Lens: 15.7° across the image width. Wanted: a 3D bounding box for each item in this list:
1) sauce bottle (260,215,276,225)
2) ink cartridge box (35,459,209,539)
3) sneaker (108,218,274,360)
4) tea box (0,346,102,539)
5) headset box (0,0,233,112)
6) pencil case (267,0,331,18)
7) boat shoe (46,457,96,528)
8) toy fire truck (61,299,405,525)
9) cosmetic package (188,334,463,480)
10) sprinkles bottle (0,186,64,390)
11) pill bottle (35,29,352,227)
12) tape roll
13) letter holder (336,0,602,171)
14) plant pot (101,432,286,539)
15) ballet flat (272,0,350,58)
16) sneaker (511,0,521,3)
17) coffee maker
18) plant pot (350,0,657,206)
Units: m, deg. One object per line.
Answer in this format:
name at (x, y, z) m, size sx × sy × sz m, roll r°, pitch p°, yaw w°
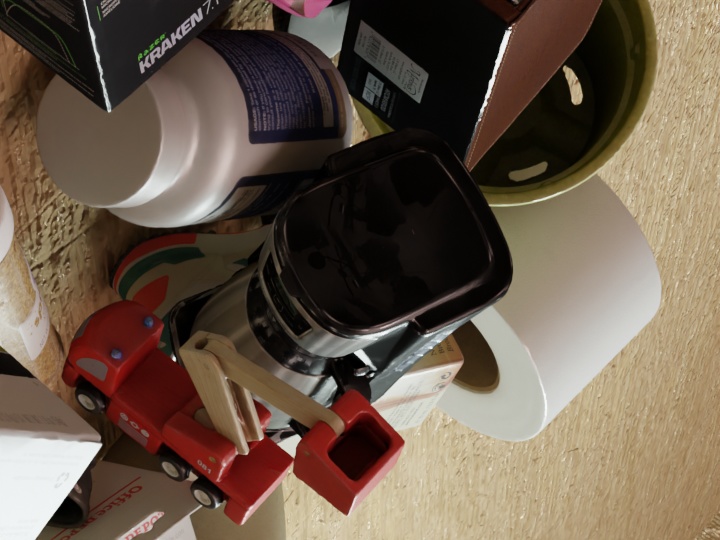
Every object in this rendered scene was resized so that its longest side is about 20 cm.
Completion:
sauce bottle at (-0.037, -0.039, 1.753) m, size 0.066 × 0.066 × 0.200 m, roll -48°, pitch 159°, yaw -12°
ink cartridge box at (-0.181, 0.171, 1.591) m, size 0.115 × 0.200 × 0.068 m, roll -35°, pitch 120°, yaw -40°
sneaker at (-0.055, 0.016, 1.668) m, size 0.200 × 0.093 × 0.070 m, roll -10°, pitch 146°, yaw -23°
tea box at (-0.266, 0.069, 1.234) m, size 0.134 × 0.197 × 0.200 m, roll -55°, pitch 161°, yaw 8°
headset box at (-0.107, -0.208, 1.269) m, size 0.174 × 0.093 × 0.200 m, roll -45°, pitch 158°, yaw -21°
pencil case at (-0.007, -0.236, 1.438) m, size 0.200 × 0.094 × 0.091 m, roll -52°, pitch -166°, yaw 8°
boat shoe at (-0.226, 0.103, 1.482) m, size 0.067 × 0.057 × 0.200 m, roll -30°, pitch 148°, yaw 32°
toy fire truck at (-0.079, 0.078, 1.489) m, size 0.049 × 0.200 × 0.141 m, roll -46°, pitch 170°, yaw -31°
cosmetic package at (-0.046, 0.062, 1.745) m, size 0.200 × 0.103 × 0.087 m, roll -13°, pitch 151°, yaw -33°
sprinkles bottle at (-0.213, 0.011, 1.445) m, size 0.068 × 0.068 × 0.200 m, roll -46°, pitch 160°, yaw -17°
pill bottle at (-0.096, -0.082, 1.481) m, size 0.111 × 0.111 × 0.200 m, roll -59°, pitch 159°, yaw 19°
tape roll at (0.105, 0.008, 1.944) m, size 0.139 × 0.203 × 0.203 m, roll -42°, pitch 158°, yaw -24°
letter holder at (0.075, -0.168, 1.490) m, size 0.142 × 0.101 × 0.200 m, roll -47°, pitch 169°, yaw -21°
plant pot at (-0.123, 0.184, 1.770) m, size 0.187 × 0.187 × 0.200 m, roll 100°, pitch 5°, yaw -52°
ballet flat at (-0.017, -0.213, 1.540) m, size 0.067 × 0.046 × 0.200 m, roll -5°, pitch 132°, yaw -22°
sneaker at (0.037, -0.205, 1.586) m, size 0.078 × 0.086 × 0.200 m, roll -88°, pitch 161°, yaw -50°
coffee maker at (0.000, 0.000, 1.540) m, size 0.192 × 0.135 × 0.200 m, roll -50°, pitch -176°, yaw -31°
plant pot at (0.095, -0.127, 1.747) m, size 0.200 × 0.200 × 0.184 m, roll -51°, pitch 172°, yaw -4°
